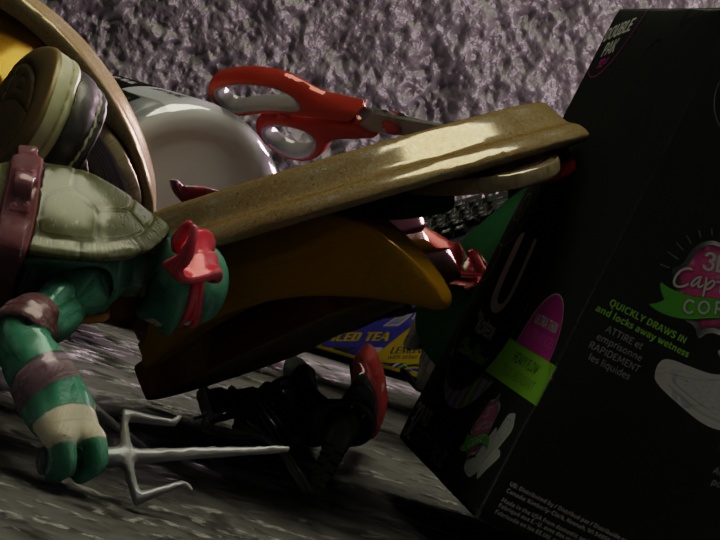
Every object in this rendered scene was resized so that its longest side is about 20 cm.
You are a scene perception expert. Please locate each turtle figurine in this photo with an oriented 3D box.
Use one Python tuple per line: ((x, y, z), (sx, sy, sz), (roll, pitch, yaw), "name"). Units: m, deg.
((-0.120, 0.008, 0.763), (0.200, 0.101, 0.150), (12, 4, -9), "turtle figurine")

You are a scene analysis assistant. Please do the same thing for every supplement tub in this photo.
((-0.138, -0.046, 1.274), (0.122, 0.123, 0.200), (16, 3, -31), "supplement tub")

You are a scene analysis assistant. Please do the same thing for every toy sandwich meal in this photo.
((-0.005, -0.005, 0.859), (0.205, 0.070, 0.205), (-16, 1, 0), "toy sandwich meal")
((-0.188, -0.057, 1.102), (0.205, 0.205, 0.070), (20, 45, 33), "toy sandwich meal")

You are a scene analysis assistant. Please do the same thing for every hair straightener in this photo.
((-0.029, 0.063, 0.920), (0.077, 0.041, 0.200), (-8, 8, 2), "hair straightener")

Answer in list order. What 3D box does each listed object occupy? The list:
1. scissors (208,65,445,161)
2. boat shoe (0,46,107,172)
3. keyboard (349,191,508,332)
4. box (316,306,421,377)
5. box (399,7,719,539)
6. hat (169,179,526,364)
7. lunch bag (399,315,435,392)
((0.004, -0.080, 1.169), (0.200, 0.014, 0.073), (4, -35, 44), "scissors")
((-0.126, -0.022, 0.871), (0.065, 0.073, 0.200), (25, -26, -14), "boat shoe")
((0.000, 0.000, 1.219), (0.200, 0.021, 0.127), (-16, 25, 21), "keyboard")
((0.034, 0.029, 1.419), (0.200, 0.070, 0.064), (17, 2, -15), "box")
((0.123, 0.015, 0.866), (0.124, 0.200, 0.149), (27, 2, -12), "box")
((0.044, 0.037, 1.076), (0.176, 0.166, 0.200), (-24, 40, -21), "hat")
((0.137, 0.038, 1.257), (0.200, 0.140, 0.168), (16, 19, 11), "lunch bag")
